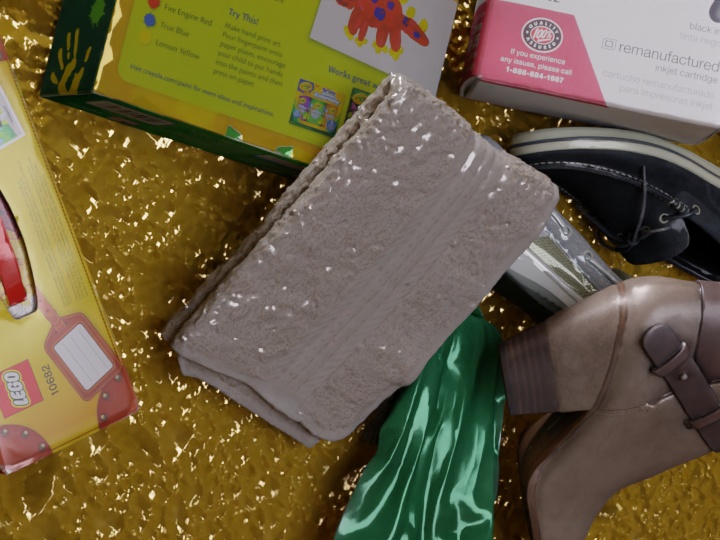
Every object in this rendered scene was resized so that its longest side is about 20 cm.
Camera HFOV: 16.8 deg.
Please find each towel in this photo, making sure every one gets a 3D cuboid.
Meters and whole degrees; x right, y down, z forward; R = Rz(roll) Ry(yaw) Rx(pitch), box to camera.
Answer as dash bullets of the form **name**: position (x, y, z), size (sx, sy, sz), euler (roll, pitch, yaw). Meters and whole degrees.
- **towel**: position (0.000, 0.000, 1.295), size (0.132, 0.034, 0.200), euler (33, 103, -36)

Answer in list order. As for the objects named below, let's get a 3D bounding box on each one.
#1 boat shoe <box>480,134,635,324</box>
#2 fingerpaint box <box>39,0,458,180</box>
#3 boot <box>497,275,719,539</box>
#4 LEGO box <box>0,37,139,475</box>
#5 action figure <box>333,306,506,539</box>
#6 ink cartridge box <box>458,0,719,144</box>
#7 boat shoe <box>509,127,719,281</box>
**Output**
- **boat shoe**: position (0.124, 0.003, 1.403), size (0.202, 0.074, 0.065), euler (36, 78, -19)
- **fingerpaint box**: position (-0.052, -0.144, 1.293), size (0.200, 0.073, 0.167), euler (16, 84, -31)
- **boot**: position (0.159, 0.093, 1.367), size (0.146, 0.070, 0.200), euler (-10, 127, 2)
- **LEGO box**: position (-0.200, -0.014, 1.163), size (0.077, 0.149, 0.200), euler (-26, 103, -28)
- **action figure**: position (0.041, 0.095, 1.365), size (0.118, 0.055, 0.201), euler (17, 76, -28)
- **ink cartridge box**: position (0.146, -0.185, 1.376), size (0.146, 0.083, 0.201), euler (11, 85, -2)
- **boat shoe**: position (0.169, -0.037, 1.428), size (0.200, 0.075, 0.062), euler (21, 74, -35)
